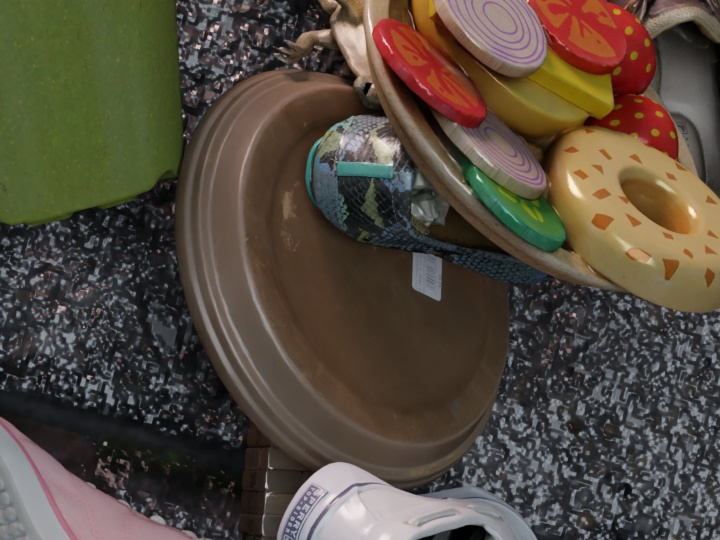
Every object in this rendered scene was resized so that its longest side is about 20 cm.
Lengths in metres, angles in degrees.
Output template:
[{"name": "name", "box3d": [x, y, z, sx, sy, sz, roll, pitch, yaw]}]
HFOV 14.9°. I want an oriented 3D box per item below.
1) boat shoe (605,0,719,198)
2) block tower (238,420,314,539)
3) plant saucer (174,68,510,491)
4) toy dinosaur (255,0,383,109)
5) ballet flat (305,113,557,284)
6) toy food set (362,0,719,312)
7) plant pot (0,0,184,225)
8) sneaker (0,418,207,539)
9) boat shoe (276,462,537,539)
[{"name": "boat shoe", "box3d": [0.149, -0.118, 1.318, 0.072, 0.072, 0.200, -6, 86, -15]}, {"name": "block tower", "box3d": [-0.026, 0.133, 1.261, 0.058, 0.054, 0.200, 5, 84, -14]}, {"name": "plant saucer", "box3d": [0.000, 0.000, 1.239, 0.200, 0.029, 0.200, 23, 56, -39]}, {"name": "toy dinosaur", "box3d": [0.007, -0.134, 1.290, 0.101, 0.058, 0.200, 23, 46, 2]}, {"name": "ballet flat", "box3d": [0.066, -0.031, 1.248, 0.200, 0.074, 0.074, 2, 83, -45]}, {"name": "toy food set", "box3d": [0.081, -0.073, 1.205, 0.198, 0.049, 0.200, 27, 39, -26]}, {"name": "plant pot", "box3d": [-0.154, -0.120, 1.201, 0.200, 0.200, 0.190, -14, 101, -15]}, {"name": "sneaker", "box3d": [-0.123, 0.129, 1.220, 0.200, 0.105, 0.075, 42, 112, 25]}, {"name": "boat shoe", "box3d": [0.037, 0.134, 1.214, 0.065, 0.200, 0.074, 28, 97, 31]}]
